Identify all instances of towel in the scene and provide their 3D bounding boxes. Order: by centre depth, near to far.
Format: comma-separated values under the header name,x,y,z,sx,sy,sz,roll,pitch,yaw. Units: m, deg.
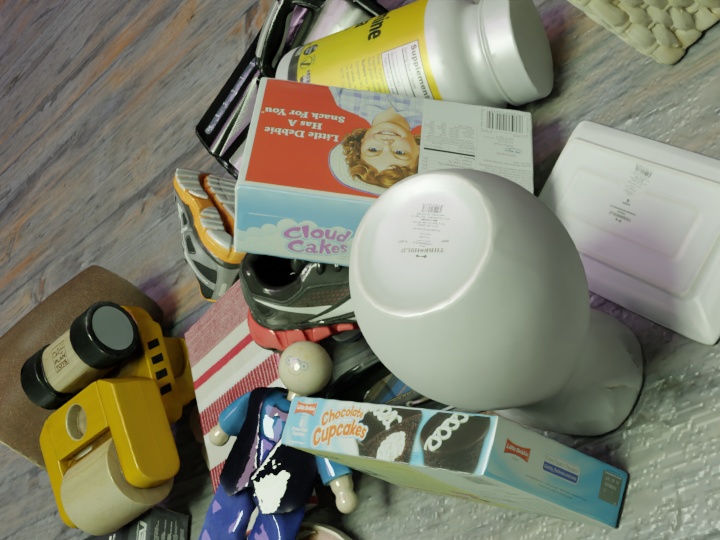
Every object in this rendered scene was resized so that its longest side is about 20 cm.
name,x,y,z,sx,sy,sz,roll,pitch,yaw
towel,-0.090,0.113,0.923,0.144,0.023,0.202,-40,57,47

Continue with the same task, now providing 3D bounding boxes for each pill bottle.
name,x,y,z,sx,sy,sz,roll,pitch,yaw
pill bottle,0.042,-0.147,0.871,0.198,0.112,0.113,-15,55,28

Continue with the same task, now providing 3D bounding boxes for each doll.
name,x,y,z,sx,sy,sz,roll,pitch,yaw
doll,-0.062,0.149,0.809,0.135,0.048,0.202,15,83,30

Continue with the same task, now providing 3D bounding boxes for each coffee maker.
name,x,y,z,sx,sy,sz,roll,pitch,yaw
coffee maker,-0.050,-0.174,1.050,0.201,0.134,0.192,-54,12,12

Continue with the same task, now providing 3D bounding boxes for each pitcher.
name,x,y,z,sx,sy,sz,roll,pitch,yaw
pitcher,0.055,0.026,0.647,0.170,0.200,0.122,-2,66,30

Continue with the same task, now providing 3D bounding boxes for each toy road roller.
name,x,y,z,sx,sy,sz,roll,pitch,yaw
toy road roller,-0.207,0.129,1.033,0.123,0.145,0.202,-35,65,35

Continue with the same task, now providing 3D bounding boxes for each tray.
name,x,y,z,sx,sy,sz,roll,pitch,yaw
tray,0.174,-0.035,0.722,0.108,0.022,0.200,-62,33,2

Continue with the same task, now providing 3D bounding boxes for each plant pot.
name,x,y,z,sx,sy,sz,roll,pitch,yaw
plant pot,-0.294,0.103,1.159,0.186,0.187,0.201,7,60,55

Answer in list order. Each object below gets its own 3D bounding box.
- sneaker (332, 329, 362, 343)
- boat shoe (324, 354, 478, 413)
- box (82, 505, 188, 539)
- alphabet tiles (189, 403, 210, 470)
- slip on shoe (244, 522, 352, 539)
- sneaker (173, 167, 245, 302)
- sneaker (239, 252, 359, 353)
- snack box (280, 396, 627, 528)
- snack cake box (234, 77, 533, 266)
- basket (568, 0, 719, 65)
name,x,y,z,sx,sy,sz,roll,pitch,yaw
sneaker,0.014,-0.028,0.881,0.200,0.082,0.070,-50,32,19
boat shoe,0.054,0.068,0.787,0.200,0.056,0.069,-36,42,36
box,-0.221,0.330,0.999,0.161,0.049,0.202,-29,48,36
alphabet tiles,-0.091,0.080,1.016,0.201,0.015,0.196,-58,31,10
slip on shoe,-0.080,0.246,0.852,0.199,0.060,0.077,-28,61,19
sneaker,-0.153,-0.043,1.134,0.200,0.077,0.078,-113,36,-58
sneaker,0.000,0.000,0.817,0.198,0.098,0.071,-11,44,14
snack box,0.052,0.117,0.704,0.199,0.116,0.037,-3,66,53
snack cake box,0.018,-0.062,0.783,0.068,0.198,0.116,99,179,-50
basket,0.179,-0.271,0.721,0.198,0.199,0.162,-46,43,26
